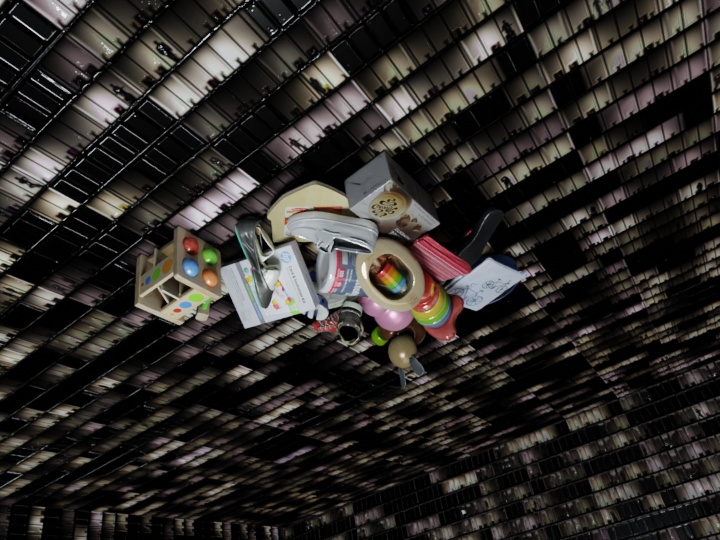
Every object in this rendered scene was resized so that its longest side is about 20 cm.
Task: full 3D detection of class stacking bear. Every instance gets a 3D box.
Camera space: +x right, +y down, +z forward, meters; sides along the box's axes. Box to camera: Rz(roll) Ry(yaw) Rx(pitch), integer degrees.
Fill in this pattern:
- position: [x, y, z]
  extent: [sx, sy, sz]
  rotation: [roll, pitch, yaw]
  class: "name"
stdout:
- position: [0.166, 0.072, 1.360]
  extent: [0.111, 0.125, 0.200]
  rotation: [8, 157, 34]
  class: "stacking bear"

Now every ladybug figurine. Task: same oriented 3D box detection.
- position: [0.063, 0.007, 1.227]
  extent: [0.135, 0.072, 0.200]
  rotation: [-43, 114, 2]
  class: "ladybug figurine"

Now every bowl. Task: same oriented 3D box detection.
- position: [0.351, 0.034, 1.553]
  extent: [0.193, 0.040, 0.204]
  rotation: [-9, 145, -6]
  class: "bowl"

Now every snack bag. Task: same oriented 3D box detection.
- position: [0.326, 0.037, 1.494]
  extent: [0.184, 0.022, 0.199]
  rotation: [17, 135, -37]
  class: "snack bag"

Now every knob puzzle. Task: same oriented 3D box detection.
- position: [-0.101, -0.128, 1.165]
  extent: [0.210, 0.031, 0.222]
  rotation: [-6, 151, -3]
  class: "knob puzzle"

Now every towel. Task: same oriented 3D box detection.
- position: [0.162, -0.024, 1.298]
  extent: [0.142, 0.023, 0.199]
  rotation: [33, 164, -12]
  class: "towel"

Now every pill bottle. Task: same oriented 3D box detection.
- position: [0.000, 0.000, 1.309]
  extent: [0.193, 0.123, 0.121]
  rotation: [6, 142, -22]
  class: "pill bottle"

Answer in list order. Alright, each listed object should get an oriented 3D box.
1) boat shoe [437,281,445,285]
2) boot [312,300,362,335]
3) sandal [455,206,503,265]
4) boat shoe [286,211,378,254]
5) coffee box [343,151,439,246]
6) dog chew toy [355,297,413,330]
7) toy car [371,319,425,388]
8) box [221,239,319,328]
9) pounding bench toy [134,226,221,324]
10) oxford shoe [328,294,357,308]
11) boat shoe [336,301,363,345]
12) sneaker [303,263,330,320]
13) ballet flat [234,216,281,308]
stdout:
- position: [0.177, 0.013, 1.447]
  extent: [0.064, 0.072, 0.202]
  rotation: [-4, 152, -15]
  class: "boat shoe"
- position: [-0.065, 0.133, 1.496]
  extent: [0.138, 0.075, 0.201]
  rotation: [-9, 164, -1]
  class: "boot"
- position: [0.283, -0.081, 1.375]
  extent: [0.073, 0.046, 0.203]
  rotation: [7, 126, -36]
  class: "sandal"
- position: [-0.061, -0.070, 1.147]
  extent: [0.192, 0.071, 0.073]
  rotation: [9, 154, -2]
  class: "boat shoe"
- position: [0.070, -0.144, 1.171]
  extent: [0.111, 0.082, 0.198]
  rotation: [-30, 142, 24]
  class: "coffee box"
- position: [0.053, 0.070, 1.436]
  extent: [0.197, 0.127, 0.124]
  rotation: [34, 128, -26]
  class: "dog chew toy"
- position: [0.136, 0.226, 1.605]
  extent: [0.153, 0.206, 0.165]
  rotation: [11, 141, -30]
  class: "toy car"
- position: [-0.208, 0.034, 1.264]
  extent: [0.193, 0.041, 0.161]
  rotation: [-15, 108, 18]
  class: "box"
- position: [-0.366, 0.025, 1.220]
  extent: [0.153, 0.128, 0.199]
  rotation: [-28, 143, 21]
  class: "pounding bench toy"
- position: [-0.077, 0.066, 1.422]
  extent: [0.074, 0.060, 0.198]
  rotation: [-25, -178, -36]
  class: "oxford shoe"
- position: [-0.030, 0.149, 1.388]
  extent: [0.069, 0.062, 0.203]
  rotation: [11, 151, 5]
  class: "boat shoe"
- position: [-0.151, 0.030, 1.346]
  extent: [0.194, 0.117, 0.081]
  rotation: [26, 137, -2]
  class: "sneaker"
- position: [-0.211, -0.016, 1.187]
  extent: [0.066, 0.068, 0.207]
  rotation: [-12, 109, 9]
  class: "ballet flat"
